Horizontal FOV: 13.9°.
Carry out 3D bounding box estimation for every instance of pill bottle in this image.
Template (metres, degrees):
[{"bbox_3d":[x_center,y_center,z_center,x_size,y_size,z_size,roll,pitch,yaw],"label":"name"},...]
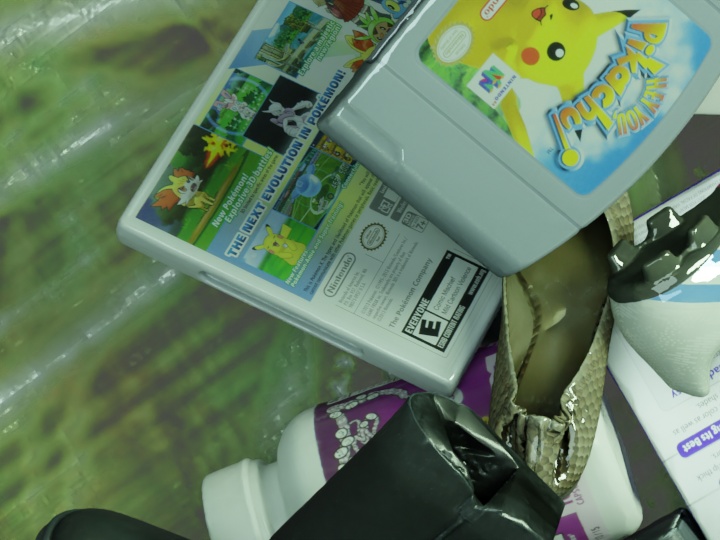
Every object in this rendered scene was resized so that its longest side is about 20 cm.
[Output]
[{"bbox_3d":[0.028,0.107,1.454,0.200,0.112,0.112,-20,85,7],"label":"pill bottle"}]

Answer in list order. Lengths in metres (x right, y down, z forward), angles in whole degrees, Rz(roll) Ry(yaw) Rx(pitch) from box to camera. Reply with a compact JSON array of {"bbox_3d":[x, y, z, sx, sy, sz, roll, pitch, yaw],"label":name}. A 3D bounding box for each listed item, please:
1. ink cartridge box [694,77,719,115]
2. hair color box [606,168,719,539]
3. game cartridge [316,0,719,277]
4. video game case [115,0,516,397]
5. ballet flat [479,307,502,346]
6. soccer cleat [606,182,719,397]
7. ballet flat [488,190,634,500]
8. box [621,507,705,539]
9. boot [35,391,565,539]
[{"bbox_3d":[0.155,-0.140,1.431,0.200,0.067,0.116,2,120,-7],"label":"ink cartridge box"},{"bbox_3d":[0.191,0.058,1.456,0.109,0.065,0.200,-30,82,6],"label":"hair color box"},{"bbox_3d":[0.092,-0.102,1.360,0.133,0.040,0.200,38,92,-14],"label":"game cartridge"},{"bbox_3d":[0.006,-0.055,1.461,0.182,0.022,0.200,26,62,8],"label":"video game case"},{"bbox_3d":[0.000,0.000,1.481,0.200,0.073,0.073,28,92,12],"label":"ballet flat"},{"bbox_3d":[0.204,-0.019,1.402,0.200,0.070,0.086,-36,114,-13],"label":"soccer cleat"},{"bbox_3d":[0.090,0.013,1.390,0.067,0.046,0.200,5,63,9],"label":"ballet flat"},{"bbox_3d":[0.093,0.211,1.397,0.200,0.197,0.118,-30,85,6],"label":"box"},{"bbox_3d":[-0.030,0.119,1.350,0.165,0.066,0.200,33,132,-23],"label":"boot"}]
